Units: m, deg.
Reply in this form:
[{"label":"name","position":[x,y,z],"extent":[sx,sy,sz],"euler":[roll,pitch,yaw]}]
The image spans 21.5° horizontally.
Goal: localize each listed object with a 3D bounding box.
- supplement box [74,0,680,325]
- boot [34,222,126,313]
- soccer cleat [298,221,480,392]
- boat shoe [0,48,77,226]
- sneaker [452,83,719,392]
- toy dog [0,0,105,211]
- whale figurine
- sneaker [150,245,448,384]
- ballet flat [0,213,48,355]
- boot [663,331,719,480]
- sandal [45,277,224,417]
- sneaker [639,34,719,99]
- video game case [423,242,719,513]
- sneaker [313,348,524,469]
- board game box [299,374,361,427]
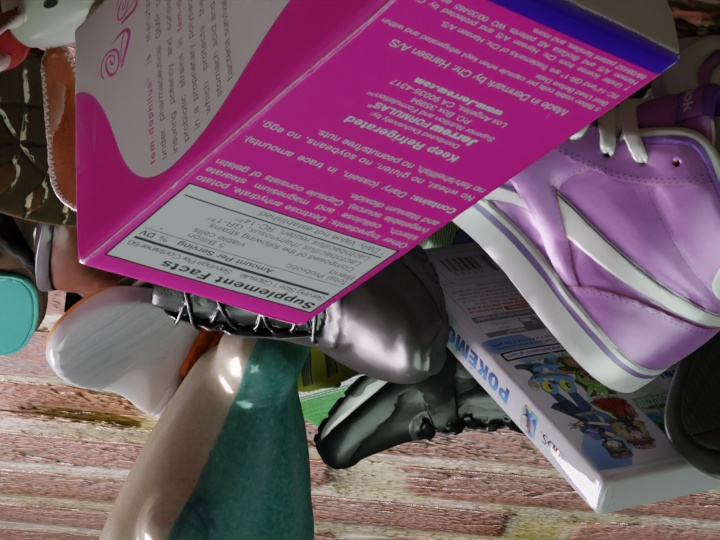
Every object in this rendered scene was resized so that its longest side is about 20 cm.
[{"label":"supplement box","position":[-0.004,-0.076,0.629],"extent":[0.103,0.102,0.200],"euler":[18,144,-36]},{"label":"boot","position":[-0.071,-0.007,1.034],"extent":[0.198,0.069,0.189],"euler":[-2,150,3]},{"label":"soccer cleat","position":[0.000,-0.001,0.976],"extent":[0.083,0.065,0.200],"euler":[15,143,-32]},{"label":"boat shoe","position":[-0.176,-0.082,0.825],"extent":[0.199,0.072,0.068],"euler":[25,-162,-40]},{"label":"sneaker","position":[0.080,-0.059,0.729],"extent":[0.200,0.073,0.114],"euler":[44,128,-4]},{"label":"toy dog","position":[-0.163,-0.048,0.728],"extent":[0.131,0.097,0.200],"euler":[13,131,-34]},{"label":"whale figurine","position":[-0.060,0.105,0.973],"extent":[0.103,0.201,0.159],"euler":[27,-153,2]},{"label":"sneaker","position":[-0.046,0.005,0.881],"extent":[0.199,0.076,0.090],"euler":[26,-144,35]},{"label":"ballet flat","position":[-0.202,-0.020,1.012],"extent":[0.067,0.069,0.200],"euler":[5,156,0]},{"label":"boot","position":[0.207,0.014,0.819],"extent":[0.073,0.204,0.154],"euler":[37,175,15]},{"label":"sandal","position":[-0.110,0.024,0.972],"extent":[0.079,0.059,0.207],"euler":[-42,161,5]},{"label":"sneaker","position":[0.136,-0.041,0.828],"extent":[0.099,0.076,0.200],"euler":[0,162,16]},{"label":"video game case","position":[0.142,0.034,0.872],"extent":[0.199,0.022,0.182],"euler":[-7,-146,-28]},{"label":"sneaker","position":[0.071,0.059,0.983],"extent":[0.199,0.088,0.076],"euler":[-35,172,6]},{"label":"board game box","position":[0.043,0.054,1.141],"extent":[0.199,0.024,0.105],"euler":[-15,157,20]}]
